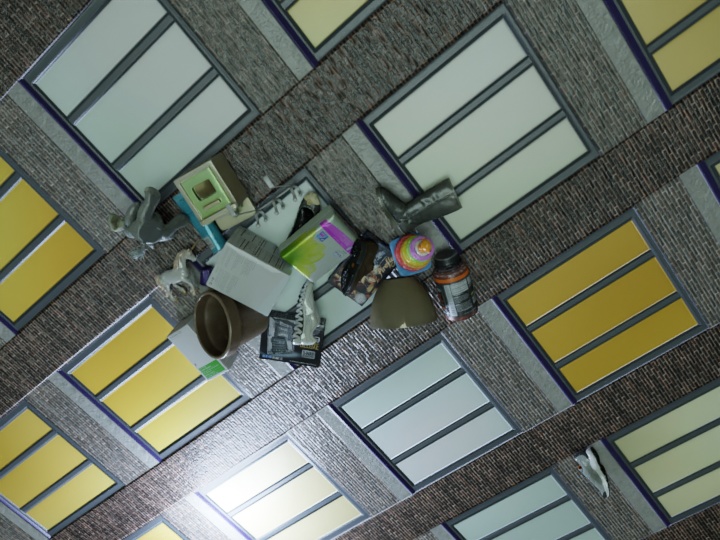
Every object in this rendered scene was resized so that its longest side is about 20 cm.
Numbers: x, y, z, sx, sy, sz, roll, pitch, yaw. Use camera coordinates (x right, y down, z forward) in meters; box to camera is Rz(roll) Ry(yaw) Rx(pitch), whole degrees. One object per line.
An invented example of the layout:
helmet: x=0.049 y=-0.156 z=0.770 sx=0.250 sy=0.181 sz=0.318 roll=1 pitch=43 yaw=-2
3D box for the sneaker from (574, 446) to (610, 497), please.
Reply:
sneaker: x=0.799 y=0.695 z=1.920 sx=0.079 sy=0.074 sz=0.201 roll=-24 pitch=104 yaw=23

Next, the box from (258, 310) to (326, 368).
box: x=-0.216 y=0.217 z=1.780 sx=0.198 sy=0.050 sz=0.159 roll=10 pitch=113 yaw=-1

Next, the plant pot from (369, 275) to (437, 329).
plant pot: x=0.120 y=0.087 z=1.641 sx=0.198 sy=0.200 sz=0.136 roll=-6 pitch=93 yaw=6

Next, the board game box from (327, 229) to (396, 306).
board game box: x=0.012 y=-0.005 z=1.678 sx=0.135 sy=0.035 sz=0.200 roll=35 pitch=111 yaw=-11

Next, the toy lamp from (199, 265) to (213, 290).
toy lamp: x=-0.457 y=0.084 z=1.734 sx=0.058 sy=0.058 sz=0.202 roll=-6 pitch=113 yaw=6

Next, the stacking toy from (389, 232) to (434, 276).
stacking toy: x=0.162 y=-0.059 z=1.546 sx=0.109 sy=0.200 sz=0.117 roll=-19 pitch=86 yaw=-11

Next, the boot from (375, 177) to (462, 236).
boot: x=0.163 y=-0.201 z=1.565 sx=0.199 sy=0.073 sz=0.182 roll=-25 pitch=123 yaw=21

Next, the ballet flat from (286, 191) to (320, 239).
ballet flat: x=-0.166 y=-0.132 z=1.619 sx=0.066 sy=0.057 sz=0.201 roll=27 pitch=113 yaw=11

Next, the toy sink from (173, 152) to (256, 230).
toy sink: x=-0.404 y=-0.205 z=1.575 sx=0.130 sy=0.112 sz=0.201 roll=-24 pitch=110 yaw=14

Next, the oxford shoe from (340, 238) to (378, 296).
oxford shoe: x=0.000 y=0.000 z=1.624 sx=0.084 sy=0.073 sz=0.201 roll=3 pitch=133 yaw=-30

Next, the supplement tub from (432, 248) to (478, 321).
supplement tub: x=0.275 y=0.040 z=1.644 sx=0.106 sy=0.107 sz=0.201 roll=-15 pitch=111 yaw=10

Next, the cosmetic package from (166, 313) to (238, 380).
cosmetic package: x=-0.501 y=0.240 z=1.784 sx=0.107 sy=0.085 sz=0.200 roll=-30 pitch=110 yaw=28

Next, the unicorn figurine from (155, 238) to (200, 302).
unicorn figurine: x=-0.547 y=0.015 z=1.700 sx=0.199 sy=0.074 sz=0.138 roll=-24 pitch=111 yaw=13

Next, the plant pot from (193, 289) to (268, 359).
plant pot: x=-0.374 y=0.149 z=1.678 sx=0.199 sy=0.174 sz=0.202 roll=8 pitch=102 yaw=43

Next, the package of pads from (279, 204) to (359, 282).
package of pads: x=-0.113 y=-0.071 z=1.607 sx=0.199 sy=0.068 sz=0.154 roll=-37 pitch=132 yaw=11

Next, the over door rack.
over door rack: x=-0.255 y=-0.182 z=1.531 sx=0.147 sy=0.200 sz=0.067 roll=-33 pitch=81 yaw=15

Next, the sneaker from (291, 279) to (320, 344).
sneaker: x=-0.159 y=0.129 z=1.705 sx=0.080 sy=0.075 sz=0.202 roll=9 pitch=87 yaw=-8

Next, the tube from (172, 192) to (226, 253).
tube: x=-0.468 y=-0.146 z=1.643 sx=0.077 sy=0.050 sz=0.201 roll=-28 pitch=105 yaw=19

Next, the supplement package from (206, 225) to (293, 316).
supplement package: x=-0.313 y=-0.001 z=1.637 sx=0.199 sy=0.151 sz=0.152 roll=28 pitch=112 yaw=-8

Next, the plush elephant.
plush elephant: x=-0.623 y=-0.137 z=1.607 sx=0.201 sy=0.154 sz=0.165 roll=-57 pitch=139 yaw=-5
